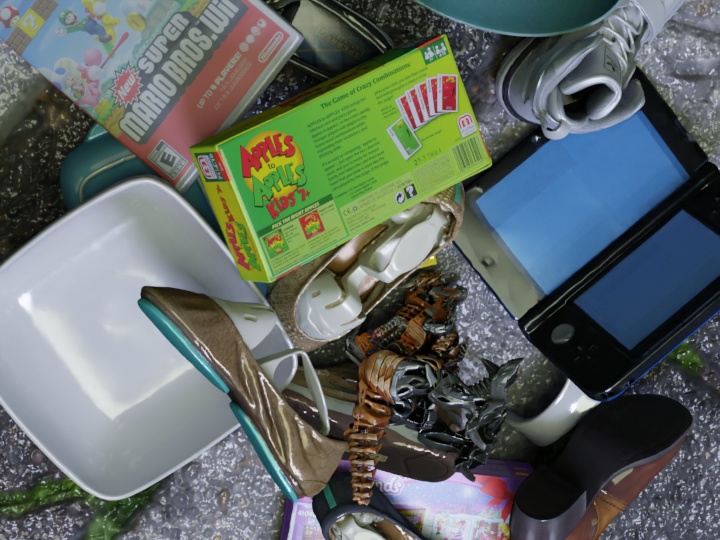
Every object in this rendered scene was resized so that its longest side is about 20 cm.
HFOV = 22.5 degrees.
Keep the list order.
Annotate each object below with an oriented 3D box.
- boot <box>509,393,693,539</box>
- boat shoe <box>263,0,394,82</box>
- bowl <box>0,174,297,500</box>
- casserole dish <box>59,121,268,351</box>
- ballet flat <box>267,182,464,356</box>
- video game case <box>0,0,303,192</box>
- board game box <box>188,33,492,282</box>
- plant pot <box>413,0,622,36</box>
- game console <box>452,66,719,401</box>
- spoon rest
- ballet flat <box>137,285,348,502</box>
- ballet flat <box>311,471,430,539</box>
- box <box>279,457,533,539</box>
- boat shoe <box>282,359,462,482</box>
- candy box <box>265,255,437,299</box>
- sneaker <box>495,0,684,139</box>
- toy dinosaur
[{"bbox_3d":[0.188,0.211,1.451,0.188,0.068,0.201,-40,146,-32],"label":"boot"},{"bbox_3d":[-0.058,-0.188,1.321,0.199,0.057,0.069,25,103,-15],"label":"boat shoe"},{"bbox_3d":[-0.168,0.041,1.306,0.199,0.075,0.200,-35,110,7],"label":"bowl"},{"bbox_3d":[-0.145,-0.023,1.346,0.120,0.039,0.201,-22,109,2],"label":"casserole dish"},{"bbox_3d":[0.000,0.000,1.357,0.070,0.065,0.200,39,102,-24],"label":"ballet flat"},{"bbox_3d":[-0.158,-0.174,1.291,0.200,0.017,0.143,40,98,6],"label":"video game case"},{"bbox_3d":[-0.011,-0.080,1.273,0.199,0.048,0.102,-28,105,-26],"label":"board game box"},{"bbox_3d":[0.107,-0.277,1.266,0.199,0.200,0.136,26,64,-15],"label":"plant pot"},{"bbox_3d":[0.191,-0.032,1.354,0.200,0.171,0.119,-40,124,-3],"label":"game console"},{"bbox_3d":[0.193,0.060,1.436,0.099,0.061,0.200,35,100,-17],"label":"spoon rest"},{"bbox_3d":[-0.073,0.070,1.259,0.072,0.068,0.200,-40,109,-12],"label":"ballet flat"},{"bbox_3d":[0.038,0.238,1.423,0.073,0.073,0.200,-43,108,6],"label":"ballet flat"},{"bbox_3d":[0.035,0.216,1.472,0.198,0.039,0.138,8,107,-11],"label":"box"},{"bbox_3d":[-0.014,0.103,1.417,0.199,0.077,0.072,20,145,-12],"label":"boat shoe"},{"bbox_3d":[-0.047,-0.030,1.389,0.198,0.026,0.103,-14,112,-3],"label":"candy box"},{"bbox_3d":[0.193,-0.173,1.331,0.200,0.115,0.075,-42,114,6],"label":"sneaker"},{"bbox_3d":[0.043,0.092,1.366,0.135,0.102,0.201,22,75,9],"label":"toy dinosaur"}]
